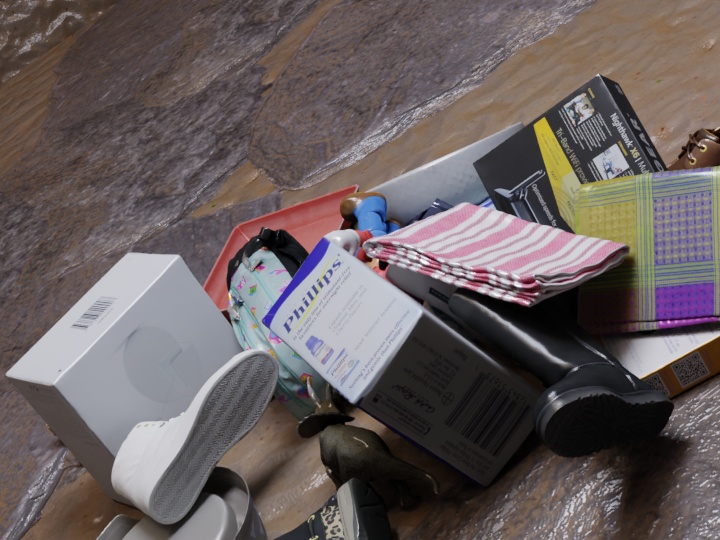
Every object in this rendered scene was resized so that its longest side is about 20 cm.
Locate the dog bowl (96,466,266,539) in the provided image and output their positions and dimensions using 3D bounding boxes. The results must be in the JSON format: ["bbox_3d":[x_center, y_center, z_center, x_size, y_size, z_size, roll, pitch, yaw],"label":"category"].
[{"bbox_3d":[-0.179,0.283,1.516,0.200,0.059,0.200,-26,27,15],"label":"dog bowl"}]

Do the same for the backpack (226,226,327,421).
[{"bbox_3d":[-0.062,0.064,1.665,0.127,0.167,0.200,-47,33,9],"label":"backpack"}]

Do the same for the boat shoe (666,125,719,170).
[{"bbox_3d":[0.352,-0.114,1.572,0.200,0.068,0.072,-29,27,10],"label":"boat shoe"}]

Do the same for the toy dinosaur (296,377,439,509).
[{"bbox_3d":[-0.002,0.177,1.446,0.077,0.102,0.200,-39,26,-10],"label":"toy dinosaur"}]

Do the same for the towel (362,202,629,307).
[{"bbox_3d":[0.122,-0.022,1.404,0.200,0.030,0.146,18,27,39],"label":"towel"}]

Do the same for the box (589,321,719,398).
[{"bbox_3d":[0.301,0.047,1.397,0.200,0.041,0.119,-27,28,8],"label":"box"}]

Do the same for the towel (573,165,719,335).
[{"bbox_3d":[0.272,-0.018,1.384,0.200,0.023,0.144,-8,78,42],"label":"towel"}]

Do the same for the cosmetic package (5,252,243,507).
[{"bbox_3d":[-0.234,0.120,1.688,0.199,0.200,0.123,-47,27,-26],"label":"cosmetic package"}]

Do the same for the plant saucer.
[{"bbox_3d":[-0.100,-0.011,1.938,0.200,0.037,0.200,-17,30,30],"label":"plant saucer"}]

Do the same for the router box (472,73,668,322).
[{"bbox_3d":[0.219,-0.061,1.487,0.157,0.052,0.200,-34,68,25],"label":"router box"}]

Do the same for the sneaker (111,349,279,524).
[{"bbox_3d":[-0.175,0.153,1.566,0.200,0.074,0.116,-52,32,-17],"label":"sneaker"}]

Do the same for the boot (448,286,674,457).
[{"bbox_3d":[0.146,0.069,1.314,0.200,0.165,0.066,46,114,36],"label":"boot"}]

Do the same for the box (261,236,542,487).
[{"bbox_3d":[0.039,0.083,1.430,0.105,0.184,0.200,-54,34,1],"label":"box"}]

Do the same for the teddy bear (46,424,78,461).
[{"bbox_3d":[-0.319,0.145,1.888,0.145,0.067,0.200,-21,29,29],"label":"teddy bear"}]

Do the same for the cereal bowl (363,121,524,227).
[{"bbox_3d":[0.108,-0.091,1.752,0.200,0.083,0.200,-23,3,1],"label":"cereal bowl"}]

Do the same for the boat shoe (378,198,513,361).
[{"bbox_3d":[0.123,0.008,1.508,0.093,0.200,0.075,-53,-6,-28],"label":"boat shoe"}]

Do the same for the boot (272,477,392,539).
[{"bbox_3d":[-0.044,0.290,1.352,0.154,0.073,0.204,-33,31,19],"label":"boot"}]

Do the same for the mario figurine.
[{"bbox_3d":[0.000,0.000,1.613,0.106,0.123,0.200,-58,17,26],"label":"mario figurine"}]

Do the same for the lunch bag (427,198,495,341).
[{"bbox_3d":[0.152,-0.019,1.627,0.200,0.082,0.161,-31,24,4],"label":"lunch bag"}]
